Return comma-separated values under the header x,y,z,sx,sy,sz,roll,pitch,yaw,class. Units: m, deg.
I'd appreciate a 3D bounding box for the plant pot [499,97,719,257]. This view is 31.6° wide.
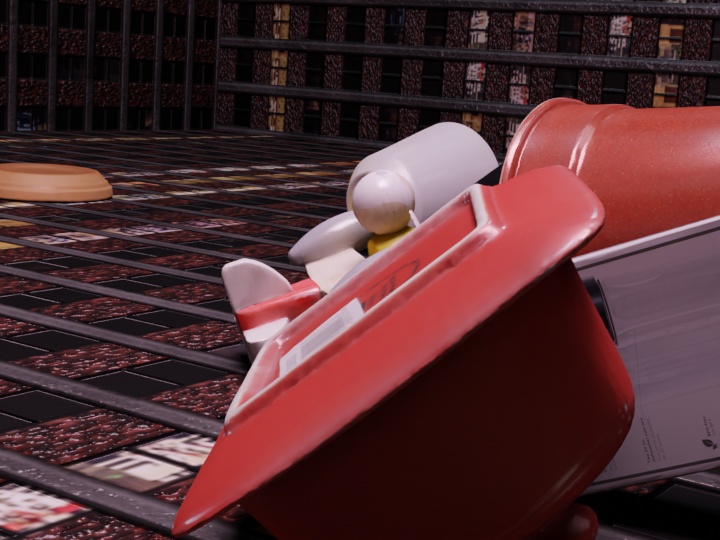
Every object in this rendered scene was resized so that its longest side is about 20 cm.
x,y,z,sx,sy,sz,roll,pitch,yaw,class
0.227,-0.029,0.861,0.194,0.202,0.200,-3,3,41,plant pot

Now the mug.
x,y,z,sx,sy,sz,roll,pitch,yaw,class
0.057,-0.075,1.500,0.153,0.187,0.149,-19,55,-45,mug

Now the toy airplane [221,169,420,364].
x,y,z,sx,sy,sz,roll,pitch,yaw,class
0.000,0.000,0.888,0.199,0.142,0.199,10,12,32,toy airplane

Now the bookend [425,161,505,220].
x,y,z,sx,sy,sz,roll,pitch,yaw,class
0.202,-0.056,1.168,0.198,0.093,0.200,-6,-21,-43,bookend

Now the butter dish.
x,y,z,sx,sy,sz,roll,pitch,yaw,class
0.044,0.066,0.534,0.199,0.148,0.200,-36,7,9,butter dish

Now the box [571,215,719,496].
x,y,z,sx,sy,sz,roll,pitch,yaw,class
0.168,0.034,0.620,0.199,0.117,0.060,-19,-2,28,box

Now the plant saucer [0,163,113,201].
x,y,z,sx,sy,sz,roll,pitch,yaw,class
-0.456,-0.128,1.822,0.198,0.038,0.200,3,9,0,plant saucer
